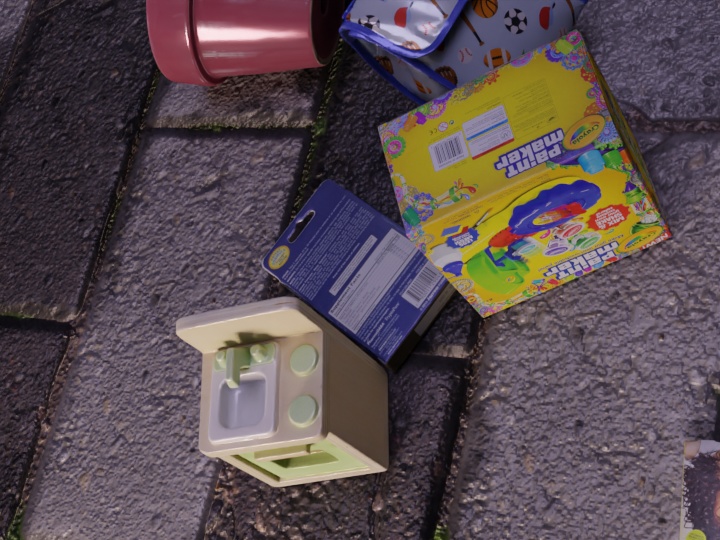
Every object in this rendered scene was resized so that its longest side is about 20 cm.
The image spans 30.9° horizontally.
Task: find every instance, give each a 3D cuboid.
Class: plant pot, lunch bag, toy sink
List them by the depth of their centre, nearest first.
[{"bbox_3d":[-0.071,0.121,1.204,0.129,0.200,0.113,-11,62,22],"label":"toy sink"},{"bbox_3d":[0.096,-0.248,1.278,0.171,0.199,0.124,-59,14,-11],"label":"lunch bag"},{"bbox_3d":[-0.118,-0.300,1.446,0.177,0.200,0.202,9,71,15],"label":"plant pot"}]

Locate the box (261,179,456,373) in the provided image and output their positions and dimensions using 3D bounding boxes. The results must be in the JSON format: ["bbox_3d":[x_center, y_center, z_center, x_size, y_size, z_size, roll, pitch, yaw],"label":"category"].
[{"bbox_3d":[0.000,0.000,1.325,0.199,0.032,0.122,36,87,34],"label":"box"}]

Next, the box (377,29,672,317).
[{"bbox_3d":[0.152,-0.080,1.184,0.198,0.193,0.123,-24,58,16],"label":"box"}]

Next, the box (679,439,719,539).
[{"bbox_3d":[0.294,0.240,1.045,0.074,0.050,0.203,-4,66,26],"label":"box"}]
